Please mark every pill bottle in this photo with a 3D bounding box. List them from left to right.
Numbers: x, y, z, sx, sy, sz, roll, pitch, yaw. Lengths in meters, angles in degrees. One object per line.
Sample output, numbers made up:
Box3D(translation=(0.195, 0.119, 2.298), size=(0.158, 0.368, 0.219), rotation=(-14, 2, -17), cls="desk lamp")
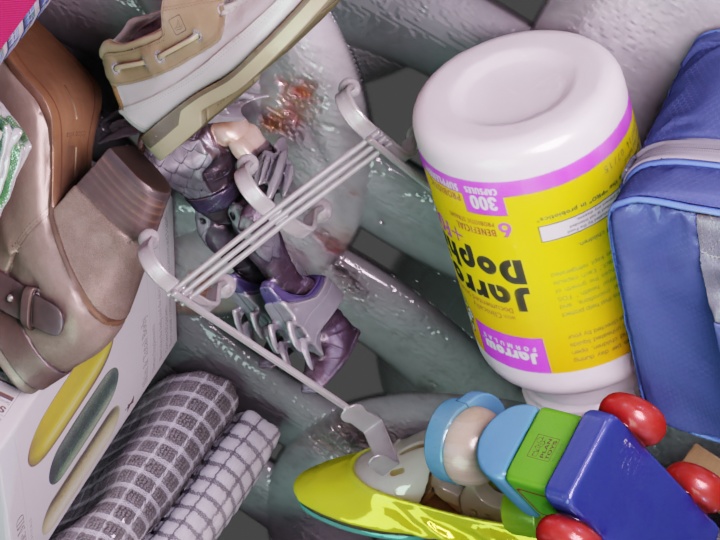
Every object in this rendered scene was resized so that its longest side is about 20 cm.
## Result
Box3D(translation=(0.097, -0.011, 1.460), size=(0.104, 0.104, 0.200), rotation=(8, 134, 31), cls="pill bottle")

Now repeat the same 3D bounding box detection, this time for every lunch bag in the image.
Box3D(translation=(0.195, 0.004, 1.392), size=(0.136, 0.132, 0.200), rotation=(12, 141, 28), cls="lunch bag")

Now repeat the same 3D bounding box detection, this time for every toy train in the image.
Box3D(translation=(0.121, 0.129, 1.485), size=(0.116, 0.085, 0.200), rotation=(14, 158, 42), cls="toy train")

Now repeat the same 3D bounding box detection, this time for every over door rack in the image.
Box3D(translation=(0.000, 0.000, 1.550), size=(0.148, 0.067, 0.200), rotation=(-37, 125, 17), cls="over door rack")

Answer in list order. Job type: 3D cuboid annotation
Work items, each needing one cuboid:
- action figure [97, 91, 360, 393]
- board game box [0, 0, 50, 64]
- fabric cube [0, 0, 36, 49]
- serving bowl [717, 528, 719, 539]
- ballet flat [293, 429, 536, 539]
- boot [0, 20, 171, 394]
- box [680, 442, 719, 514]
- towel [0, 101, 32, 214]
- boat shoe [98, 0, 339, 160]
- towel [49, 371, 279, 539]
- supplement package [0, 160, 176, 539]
Box3D(translation=(-0.072, -0.030, 1.622), size=(0.130, 0.069, 0.200), rotation=(4, 135, 49), cls="action figure")
Box3D(translation=(-0.270, -0.123, 1.537), size=(0.200, 0.200, 0.062), rotation=(17, 143, 22), cls="board game box")
Box3D(translation=(-0.249, -0.205, 1.417), size=(0.196, 0.199, 0.200), rotation=(23, 146, 10), cls="fabric cube")
Box3D(translation=(0.211, 0.198, 1.633), size=(0.200, 0.066, 0.200), rotation=(48, -176, -5), cls="serving bowl")
Box3D(translation=(0.057, 0.129, 1.738), size=(0.200, 0.067, 0.067), rotation=(16, 122, 18), cls="ballet flat")
Box3D(translation=(-0.190, -0.039, 1.596), size=(0.146, 0.070, 0.200), rotation=(-51, 62, 22), cls="boot")
Box3D(translation=(0.263, 0.168, 1.512), size=(0.200, 0.021, 0.163), rotation=(35, 175, 30), cls="box")
Box3D(translation=(-0.254, -0.065, 1.607), size=(0.200, 0.031, 0.149), rotation=(48, 122, 40), cls="towel")
Box3D(translation=(-0.066, -0.128, 1.480), size=(0.068, 0.075, 0.200), rotation=(50, 133, -3), cls="boat shoe")
Box3D(translation=(-0.156, 0.159, 1.830), size=(0.086, 0.166, 0.200), rotation=(41, 144, -13), cls="towel")
Box3D(translation=(-0.217, 0.044, 1.710), size=(0.151, 0.200, 0.152), rotation=(22, 146, 14), cls="supplement package")
